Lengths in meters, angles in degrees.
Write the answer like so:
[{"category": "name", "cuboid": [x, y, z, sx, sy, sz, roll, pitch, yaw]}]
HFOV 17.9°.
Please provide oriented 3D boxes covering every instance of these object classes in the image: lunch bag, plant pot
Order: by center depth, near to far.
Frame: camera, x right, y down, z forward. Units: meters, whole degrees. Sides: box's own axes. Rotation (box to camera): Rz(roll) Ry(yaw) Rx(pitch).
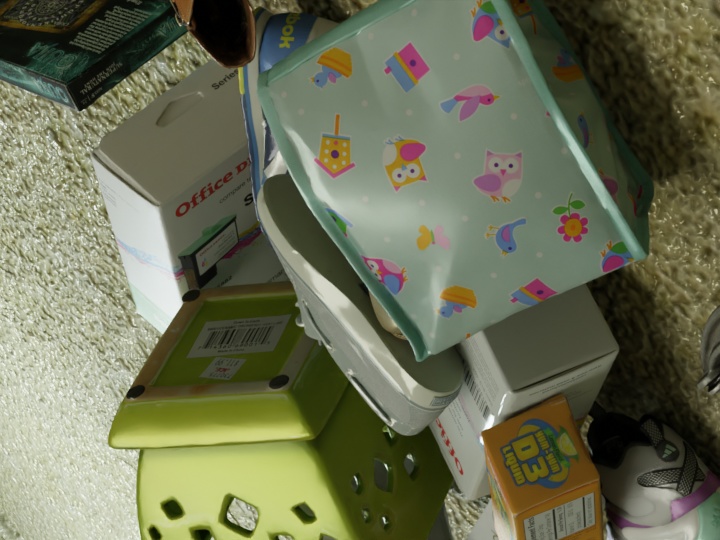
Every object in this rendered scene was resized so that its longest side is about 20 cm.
[{"category": "lunch bag", "cuboid": [0.055, -0.075, 1.342, 0.200, 0.170, 0.122, 56, -157, -18]}, {"category": "plant pot", "cuboid": [-0.060, 0.118, 1.679, 0.199, 0.199, 0.182, -5, 124, 27]}]

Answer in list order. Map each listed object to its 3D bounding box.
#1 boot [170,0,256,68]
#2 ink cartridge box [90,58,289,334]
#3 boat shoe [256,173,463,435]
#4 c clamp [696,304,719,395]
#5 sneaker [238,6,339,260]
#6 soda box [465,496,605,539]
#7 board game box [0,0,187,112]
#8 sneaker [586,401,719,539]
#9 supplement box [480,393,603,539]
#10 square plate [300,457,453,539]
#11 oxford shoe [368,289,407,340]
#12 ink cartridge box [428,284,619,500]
[{"category": "boot", "cuboid": [-0.129, -0.237, 1.506, 0.156, 0.076, 0.200, -109, -3, -45]}, {"category": "ink cartridge box", "cuboid": [-0.112, -0.049, 1.766, 0.084, 0.145, 0.200, 39, 156, 30]}, {"category": "boat shoe", "cuboid": [-0.012, 0.026, 1.526, 0.201, 0.070, 0.072, 52, 133, 20]}, {"category": "c clamp", "cuboid": [0.274, 0.107, 1.414, 0.200, 0.027, 0.171, 49, 159, 2]}, {"category": "sneaker", "cuboid": [-0.033, -0.086, 1.597, 0.082, 0.074, 0.201, 0, 120, 13]}, {"category": "soda box", "cuboid": [0.136, 0.196, 1.782, 0.068, 0.064, 0.200, 45, 159, 12]}, {"category": "board game box", "cuboid": [-0.222, -0.189, 1.773, 0.200, 0.135, 0.028, 24, 147, 50]}, {"category": "sneaker", "cuboid": [0.191, 0.151, 1.603, 0.140, 0.078, 0.200, 53, 155, 9]}, {"category": "supplement box", "cuboid": [0.124, 0.155, 1.535, 0.200, 0.068, 0.067, 80, 169, -64]}, {"category": "square plate", "cuboid": [0.001, 0.181, 1.875, 0.199, 0.028, 0.198, 30, -159, -19]}, {"category": "oxford shoe", "cuboid": [0.005, -0.054, 1.459, 0.071, 0.074, 0.201, -14, 83, 46]}, {"category": "ink cartridge box", "cuboid": [0.091, 0.047, 1.554, 0.200, 0.082, 0.146, 103, 144, -64]}]
